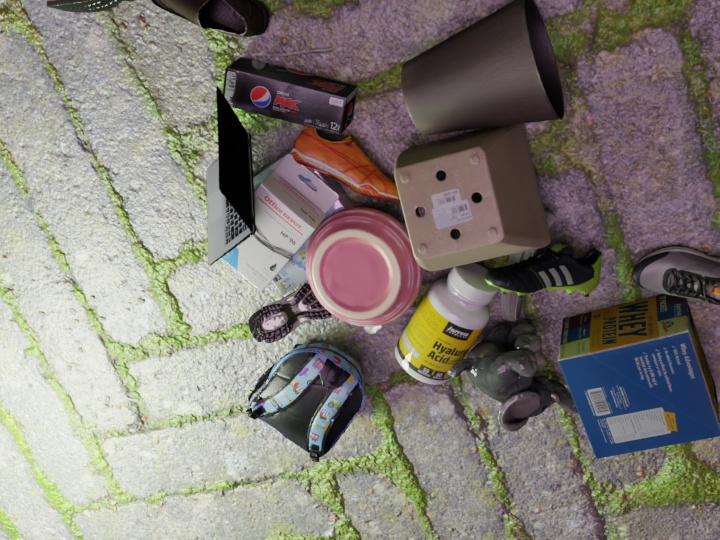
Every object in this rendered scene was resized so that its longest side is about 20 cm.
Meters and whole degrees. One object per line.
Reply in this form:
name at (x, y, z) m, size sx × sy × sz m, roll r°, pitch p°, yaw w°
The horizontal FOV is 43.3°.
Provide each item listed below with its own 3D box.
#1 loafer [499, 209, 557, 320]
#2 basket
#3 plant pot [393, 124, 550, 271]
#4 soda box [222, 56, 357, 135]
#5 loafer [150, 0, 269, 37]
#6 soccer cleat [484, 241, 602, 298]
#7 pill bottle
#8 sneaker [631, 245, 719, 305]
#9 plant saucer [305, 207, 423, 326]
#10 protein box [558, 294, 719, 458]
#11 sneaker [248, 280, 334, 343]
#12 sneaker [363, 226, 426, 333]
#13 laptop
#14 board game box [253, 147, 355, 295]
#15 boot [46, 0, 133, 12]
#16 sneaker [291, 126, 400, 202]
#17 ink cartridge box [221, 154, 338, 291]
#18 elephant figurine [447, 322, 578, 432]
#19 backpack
loafer at (0.266, -0.006, 1.450) m, size 0.070 × 0.070 × 0.200 m, roll 15°, pitch 119°, yaw 17°
basket at (0.171, -0.275, 1.306) m, size 0.200 × 0.136 × 0.181 m, roll -15°, pitch 99°, yaw 26°
plant pot at (0.150, -0.104, 1.339) m, size 0.199 × 0.177 × 0.201 m, roll -13°, pitch 93°, yaw 21°
soda box at (-0.111, -0.273, 1.417) m, size 0.199 × 0.071 × 0.063 m, roll 16°, pitch 121°, yaw 8°
loafer at (-0.240, -0.409, 1.384) m, size 0.199 × 0.071 × 0.073 m, roll 18°, pitch 120°, yaw 6°
soccer cleat at (0.281, -0.004, 1.392) m, size 0.199 × 0.068 × 0.081 m, roll 0°, pitch 112°, yaw -23°
pill bottle at (0.146, 0.084, 1.506) m, size 0.111 × 0.111 × 0.200 m, roll 28°, pitch 120°, yaw 0°
sneaker at (0.518, 0.013, 1.385) m, size 0.200 × 0.079 × 0.074 m, roll 5°, pitch 120°, yaw 15°
plant saucer at (0.000, 0.000, 1.472) m, size 0.200 × 0.051 × 0.201 m, roll 6°, pitch 109°, yaw 17°
protein box at (0.446, 0.167, 1.451) m, size 0.200 × 0.135 × 0.199 m, roll -16°, pitch 111°, yaw 23°
sneaker at (-0.100, 0.060, 1.591) m, size 0.200 × 0.089 × 0.077 m, roll -22°, pitch 93°, yaw 0°
sneaker at (0.051, 0.018, 1.529) m, size 0.080 × 0.076 × 0.200 m, roll 34°, pitch 113°, yaw 5°
laptop at (-0.228, -0.142, 1.415) m, size 0.116 × 0.188 × 0.200 m, roll 18°, pitch 144°, yaw -37°
board game box at (-0.112, -0.086, 1.530) m, size 0.199 × 0.043 × 0.200 m, roll -30°, pitch 105°, yaw 27°
boot at (-0.410, -0.482, 1.408) m, size 0.200 × 0.077 × 0.139 m, roll -3°, pitch 96°, yaw 28°
sneaker at (-0.009, -0.168, 1.440) m, size 0.200 × 0.073 × 0.077 m, roll 27°, pitch 85°, yaw -17°
ink cartridge box at (-0.140, -0.077, 1.478) m, size 0.116 × 0.068 × 0.200 m, roll 39°, pitch 119°, yaw -5°
elephant figurine at (0.265, 0.199, 1.522) m, size 0.155 × 0.142 × 0.200 m, roll -1°, pitch 126°, yaw 33°
backpack at (-0.080, 0.209, 1.620) m, size 0.182 × 0.135 × 0.200 m, roll 35°, pitch 121°, yaw -3°
